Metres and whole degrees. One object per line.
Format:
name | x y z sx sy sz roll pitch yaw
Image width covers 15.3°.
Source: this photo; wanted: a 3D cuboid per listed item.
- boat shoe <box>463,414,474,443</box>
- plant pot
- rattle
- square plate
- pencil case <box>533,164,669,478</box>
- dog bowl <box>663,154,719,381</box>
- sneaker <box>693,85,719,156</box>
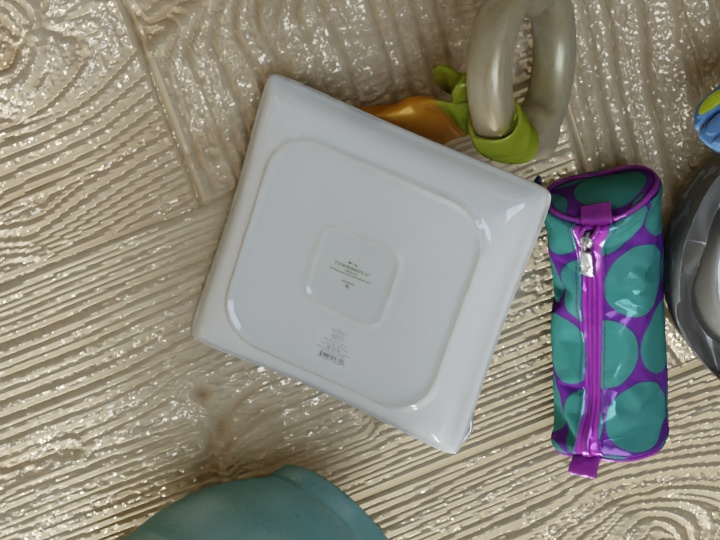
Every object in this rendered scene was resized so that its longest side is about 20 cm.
boat shoe | 0.029 0.032 1.786 0.071 0.070 0.200 -22 116 -3
plant pot | -0.055 0.216 1.793 0.134 0.200 0.200 -43 118 -23
rattle | 0.074 -0.173 1.732 0.130 0.143 0.200 -6 101 -45
square plate | 0.000 0.000 1.728 0.200 0.028 0.198 24 114 12
pencil case | 0.163 0.031 1.803 0.085 0.092 0.200 6 118 22
dog bowl | 0.294 -0.006 1.820 0.200 0.059 0.200 -4 103 -18
sneaker | 0.316 -0.095 1.736 0.199 0.071 0.083 -8 150 -2
